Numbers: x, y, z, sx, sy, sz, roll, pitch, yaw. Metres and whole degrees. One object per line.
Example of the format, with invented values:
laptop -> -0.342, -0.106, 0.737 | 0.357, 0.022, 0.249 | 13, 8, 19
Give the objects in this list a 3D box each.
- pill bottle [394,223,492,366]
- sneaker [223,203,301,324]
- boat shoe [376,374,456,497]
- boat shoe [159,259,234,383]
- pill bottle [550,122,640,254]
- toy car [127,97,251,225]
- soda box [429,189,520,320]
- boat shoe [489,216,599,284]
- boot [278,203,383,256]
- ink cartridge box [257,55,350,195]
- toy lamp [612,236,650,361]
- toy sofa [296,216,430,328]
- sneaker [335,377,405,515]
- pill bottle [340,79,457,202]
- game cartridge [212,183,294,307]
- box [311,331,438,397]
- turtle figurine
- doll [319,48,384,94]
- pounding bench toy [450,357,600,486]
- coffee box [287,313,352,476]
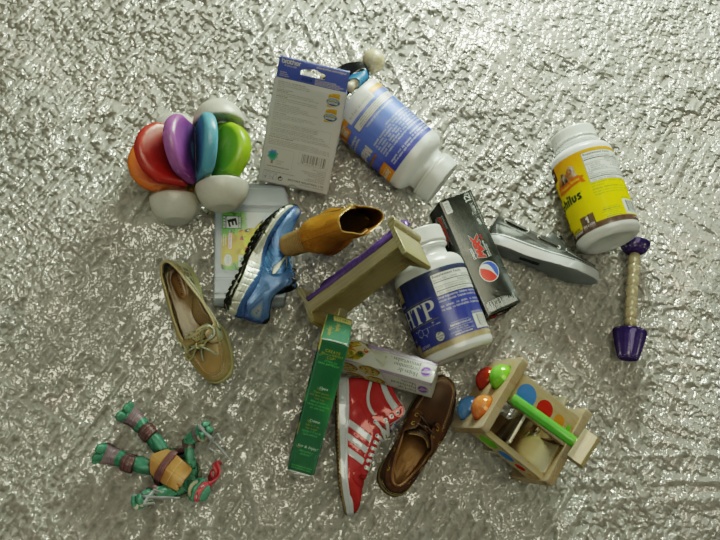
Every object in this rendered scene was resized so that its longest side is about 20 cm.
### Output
pill bottle -> 0.119, 0.039, 1.305 | 0.117, 0.120, 0.204 | -17, 77, -12
sneaker -> -0.135, -0.009, 1.281 | 0.088, 0.078, 0.203 | 29, 70, -19
boat shoe -> 0.094, 0.251, 1.270 | 0.071, 0.068, 0.202 | 31, 73, 2
boat shoe -> -0.256, 0.078, 1.265 | 0.072, 0.063, 0.203 | -30, 77, 1
pill bottle -> 0.385, -0.139, 1.391 | 0.107, 0.110, 0.204 | -10, 70, -10
toy car -> -0.268, -0.178, 1.276 | 0.196, 0.150, 0.179 | -12, 71, 22
soda box -> 0.184, -0.022, 1.355 | 0.062, 0.071, 0.204 | -19, 78, -15
boat shoe -> 0.306, -0.037, 1.383 | 0.196, 0.070, 0.068 | 19, 74, 6
boot -> -0.017, -0.067, 1.264 | 0.200, 0.142, 0.072 | -23, 96, -53
ink cartridge box -> -0.090, -0.231, 1.321 | 0.116, 0.042, 0.204 | 11, 114, -4
toy lamp -> 0.449, 0.048, 1.381 | 0.057, 0.058, 0.205 | 9, 73, -5
toy sofa -> 0.000, 0.000, 1.263 | 0.199, 0.082, 0.099 | -37, 56, 20
sneaker -> 0.017, 0.261, 1.255 | 0.109, 0.071, 0.205 | -1, 73, -4
pill bottle -> 0.060, -0.208, 1.369 | 0.199, 0.112, 0.112 | 42, 73, 5
game cartridge -> -0.170, -0.042, 1.333 | 0.130, 0.041, 0.205 | 1, 75, -12
box -> 0.021, 0.142, 1.270 | 0.195, 0.042, 0.039 | 14, 51, 15
turtle figurine -> -0.279, 0.281, 1.195 | 0.197, 0.102, 0.151 | 26, 57, 16
doll -> -0.043, -0.304, 1.385 | 0.199, 0.137, 0.049 | -38, 119, -3
pounding bench toy -> 0.242, 0.215, 1.220 | 0.155, 0.200, 0.125 | 38, 73, -6
coffee box -> -0.057, 0.175, 1.201 | 0.043, 0.123, 0.204 | 15, 105, -1
